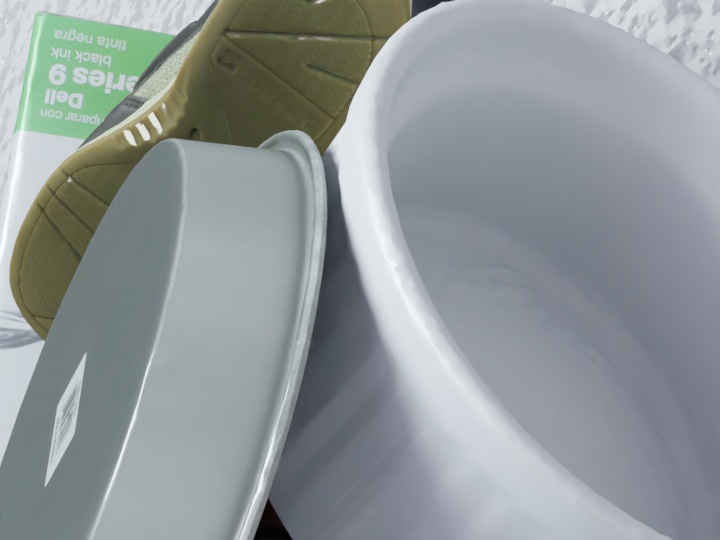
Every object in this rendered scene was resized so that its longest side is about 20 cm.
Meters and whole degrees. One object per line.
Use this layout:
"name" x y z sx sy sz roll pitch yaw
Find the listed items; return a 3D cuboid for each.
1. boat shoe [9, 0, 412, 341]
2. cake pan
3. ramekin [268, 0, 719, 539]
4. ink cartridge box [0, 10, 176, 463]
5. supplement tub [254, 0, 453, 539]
"boat shoe" -0.041 -0.042 0.732 0.201 0.072 0.066 -47 2 38
"cake pan" -0.066 0.050 0.633 0.201 0.037 0.201 -90 26 -52
"ramekin" 0.059 0.028 0.656 0.098 0.200 0.201 -46 46 38
"ink cartridge box" -0.101 0.023 0.866 0.146 0.084 0.201 125 153 -74
"supplement tub" 0.000 0.000 0.794 0.107 0.107 0.201 -7 70 46
